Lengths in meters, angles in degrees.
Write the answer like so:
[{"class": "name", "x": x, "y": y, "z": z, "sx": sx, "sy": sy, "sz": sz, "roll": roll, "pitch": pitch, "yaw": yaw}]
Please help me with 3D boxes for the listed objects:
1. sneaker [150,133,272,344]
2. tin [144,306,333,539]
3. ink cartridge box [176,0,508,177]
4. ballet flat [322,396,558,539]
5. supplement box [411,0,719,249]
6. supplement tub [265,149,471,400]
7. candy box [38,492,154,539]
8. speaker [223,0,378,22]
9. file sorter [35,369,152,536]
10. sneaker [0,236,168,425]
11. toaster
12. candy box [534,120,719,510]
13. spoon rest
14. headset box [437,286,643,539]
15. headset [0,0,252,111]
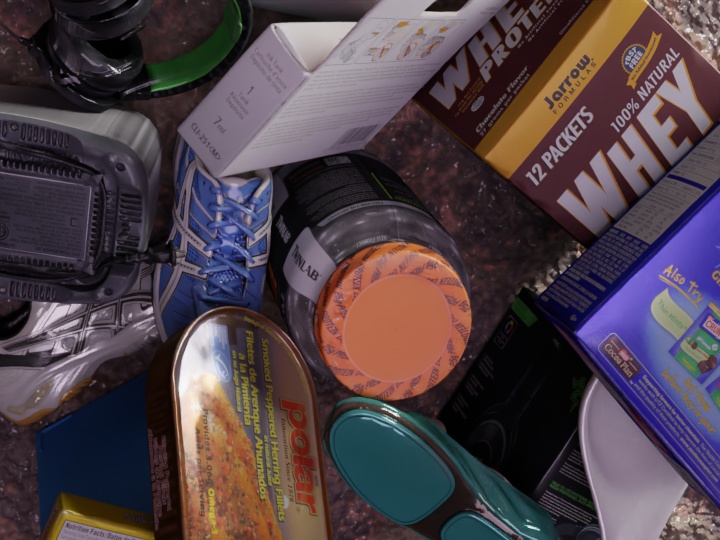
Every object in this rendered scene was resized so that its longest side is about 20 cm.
[{"class": "sneaker", "x": -0.095, "y": -0.024, "z": 0.878, "sx": 0.075, "sy": 0.077, "sz": 0.203, "roll": 1, "pitch": 74, "yaw": -16}, {"class": "tin", "x": -0.071, "y": 0.122, "z": 0.793, "sx": 0.111, "sy": 0.042, "sz": 0.203, "roll": 10, "pitch": 64, "yaw": -38}, {"class": "ink cartridge box", "x": 0.001, "y": -0.135, "z": 0.829, "sx": 0.173, "sy": 0.199, "sz": 0.044, "roll": -44, "pitch": 80, "yaw": 26}, {"class": "ballet flat", "x": 0.052, "y": 0.137, "z": 0.862, "sx": 0.200, "sy": 0.071, "sz": 0.067, "roll": 41, "pitch": 114, "yaw": -17}, {"class": "supplement box", "x": 0.162, "y": -0.092, "z": 0.902, "sx": 0.199, "sy": 0.197, "sz": 0.133, "roll": 37, "pitch": 97, "yaw": -22}, {"class": "supplement tub", "x": 0.000, "y": 0.000, "z": 0.895, "sx": 0.121, "sy": 0.200, "sz": 0.124, "roll": -4, "pitch": 111, "yaw": -12}, {"class": "candy box", "x": -0.109, "y": 0.205, "z": 0.823, "sx": 0.198, "sy": 0.026, "sz": 0.103, "roll": 20, "pitch": 105, "yaw": -25}, {"class": "speaker", "x": -0.079, "y": -0.212, "z": 0.864, "sx": 0.197, "sy": 0.081, "sz": 0.082, "roll": 8, "pitch": 108, "yaw": -16}, {"class": "file sorter", "x": -0.130, "y": 0.171, "z": 0.927, "sx": 0.138, "sy": 0.200, "sz": 0.124, "roll": -29, "pitch": 117, "yaw": -1}, {"class": "sneaker", "x": -0.184, "y": 0.018, "z": 0.925, "sx": 0.199, "sy": 0.076, "sz": 0.088, "roll": -37, "pitch": 107, "yaw": -3}, {"class": "toaster", "x": -0.201, "y": -0.053, "z": 0.853, "sx": 0.197, "sy": 0.129, "sz": 0.115, "roll": 7, "pitch": 109, "yaw": -3}, {"class": "candy box", "x": 0.232, "y": 0.015, "z": 0.805, "sx": 0.200, "sy": 0.077, "sz": 0.169, "roll": -43, "pitch": 110, "yaw": 0}, {"class": "spoon rest", "x": 0.173, "y": 0.140, "z": 0.876, "sx": 0.098, "sy": 0.061, "sz": 0.203, "roll": 8, "pitch": 108, "yaw": -18}, {"class": "headset box", "x": 0.135, "y": 0.132, "z": 0.991, "sx": 0.092, "sy": 0.174, "sz": 0.201, "roll": 29, "pitch": 101, "yaw": -22}, {"class": "headset", "x": -0.159, "y": -0.140, "z": 0.806, "sx": 0.197, "sy": 0.095, "sz": 0.124, "roll": -3, "pitch": 147, "yaw": -21}]
